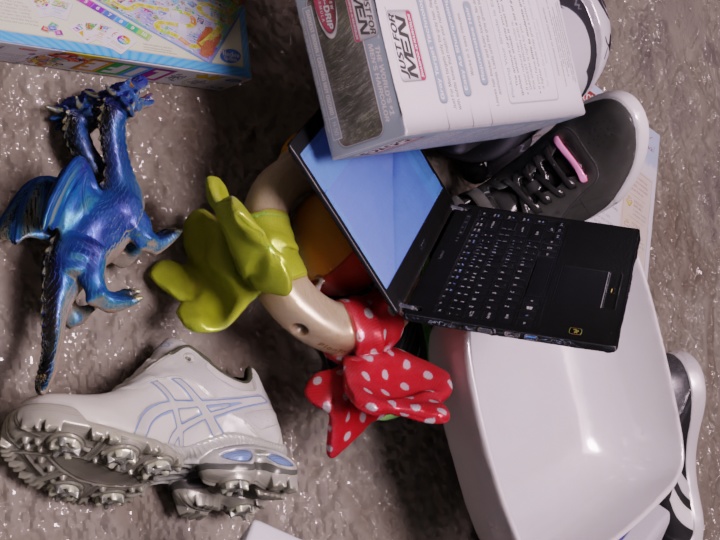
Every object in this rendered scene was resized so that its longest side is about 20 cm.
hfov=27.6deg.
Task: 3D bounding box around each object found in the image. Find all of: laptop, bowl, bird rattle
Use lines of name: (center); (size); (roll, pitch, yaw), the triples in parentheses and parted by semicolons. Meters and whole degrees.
laptop: (0.073, -0.046, 0.901); (0.177, 0.198, 0.104); (-58, 154, -61)
bowl: (0.125, 0.089, 0.994); (0.199, 0.074, 0.202); (-25, 103, -43)
bird rattle: (-0.015, 0.002, 0.885); (0.199, 0.113, 0.164); (33, 52, -12)

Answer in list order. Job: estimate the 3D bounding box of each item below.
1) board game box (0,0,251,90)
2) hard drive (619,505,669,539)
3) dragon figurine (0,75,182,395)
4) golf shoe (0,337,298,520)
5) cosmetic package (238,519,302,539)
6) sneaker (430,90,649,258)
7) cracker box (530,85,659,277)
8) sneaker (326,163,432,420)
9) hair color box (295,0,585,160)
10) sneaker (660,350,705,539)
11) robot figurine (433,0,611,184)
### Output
board game box: (-0.154, -0.186, 0.874); (0.199, 0.034, 0.136); (2, 80, -46)
hard drive: (0.152, 0.267, 1.054); (0.200, 0.025, 0.133); (-37, 149, -44)
dragon figurine: (-0.163, -0.024, 0.812); (0.100, 0.059, 0.201); (51, 46, -24)
golf shoe: (-0.124, 0.084, 0.839); (0.199, 0.078, 0.098); (21, 50, -48)
cosmetic package: (-0.015, 0.278, 0.799); (0.198, 0.123, 0.201); (24, 60, -6)
sneaker: (0.116, -0.050, 1.021); (0.099, 0.200, 0.071); (-24, 78, -40)
cracker box: (0.176, -0.041, 1.174); (0.133, 0.057, 0.202); (28, 63, -41)
sneaker: (0.000, 0.000, 0.968); (0.083, 0.076, 0.202); (-8, 86, -50)
hair color box: (0.054, -0.129, 0.890); (0.199, 0.060, 0.100); (-13, 89, -51)
sneaker: (0.211, 0.166, 1.172); (0.111, 0.073, 0.202); (-6, 103, -21)
robot figurine: (0.102, -0.154, 1.069); (0.125, 0.150, 0.200); (53, 46, 2)
